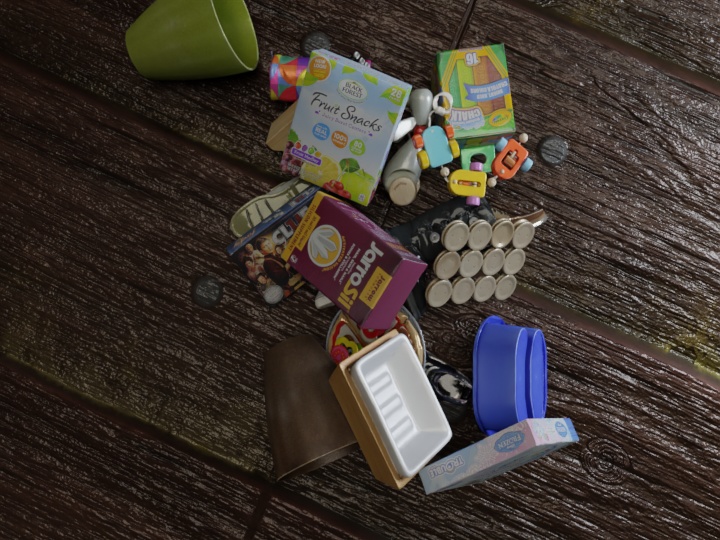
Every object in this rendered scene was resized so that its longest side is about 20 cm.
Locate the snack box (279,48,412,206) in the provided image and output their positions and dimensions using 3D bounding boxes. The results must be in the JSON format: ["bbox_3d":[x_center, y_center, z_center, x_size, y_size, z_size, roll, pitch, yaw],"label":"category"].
[{"bbox_3d":[-0.027,-0.235,1.062,0.165,0.068,0.204,22,113,4],"label":"snack box"}]

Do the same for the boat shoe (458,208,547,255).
[{"bbox_3d":[0.238,-0.078,1.156,0.196,0.076,0.073,-20,82,-3],"label":"boat shoe"}]

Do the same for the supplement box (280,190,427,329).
[{"bbox_3d":[-0.012,-0.015,1.048,0.199,0.103,0.132,38,102,26],"label":"supplement box"}]

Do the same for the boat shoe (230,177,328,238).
[{"bbox_3d":[-0.141,-0.116,1.167,0.197,0.068,0.076,-28,97,-3],"label":"boat shoe"}]

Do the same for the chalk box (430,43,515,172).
[{"bbox_3d":[0.200,-0.276,1.151,0.121,0.124,0.205,-8,84,0],"label":"chalk box"}]

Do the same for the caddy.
[{"bbox_3d":[0.244,0.180,1.095,0.103,0.140,0.205,-3,82,38],"label":"caddy"}]

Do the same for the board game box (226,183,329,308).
[{"bbox_3d":[-0.118,-0.045,1.138,0.198,0.035,0.136,-37,123,-3],"label":"board game box"}]

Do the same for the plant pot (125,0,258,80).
[{"bbox_3d":[-0.312,-0.422,1.162,0.196,0.187,0.192,-15,84,14],"label":"plant pot"}]

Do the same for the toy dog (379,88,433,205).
[{"bbox_3d":[0.068,-0.215,1.144,0.094,0.132,0.205,11,83,6],"label":"toy dog"}]

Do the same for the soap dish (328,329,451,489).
[{"bbox_3d":[0.046,0.213,1.008,0.081,0.156,0.203,-29,87,40],"label":"soap dish"}]

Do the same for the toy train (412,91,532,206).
[{"bbox_3d":[0.180,-0.196,1.078,0.198,0.056,0.152,32,87,-7],"label":"toy train"}]

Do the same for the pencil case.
[{"bbox_3d":[-0.075,-0.351,1.184,0.195,0.088,0.091,6,84,1],"label":"pencil case"}]

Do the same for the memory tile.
[{"bbox_3d":[0.201,-0.015,1.084,0.196,0.017,0.156,-3,119,-31],"label":"memory tile"}]

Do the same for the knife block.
[{"bbox_3d":[-0.070,-0.296,1.133,0.195,0.178,0.065,4,44,2],"label":"knife block"}]

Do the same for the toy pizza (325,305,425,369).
[{"bbox_3d":[0.019,0.143,1.113,0.196,0.032,0.206,-1,89,29],"label":"toy pizza"}]

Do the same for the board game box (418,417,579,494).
[{"bbox_3d":[0.221,0.290,1.019,0.198,0.197,0.044,-34,63,26],"label":"board game box"}]

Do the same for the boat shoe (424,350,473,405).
[{"bbox_3d":[0.108,0.172,1.120,0.196,0.093,0.076,23,84,3],"label":"boat shoe"}]

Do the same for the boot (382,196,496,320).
[{"bbox_3d":[0.148,-0.029,1.106,0.196,0.066,0.168,-22,92,-5],"label":"boot"}]

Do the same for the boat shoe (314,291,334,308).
[{"bbox_3d":[0.000,0.000,1.151,0.197,0.072,0.070,-28,83,-2],"label":"boat shoe"}]

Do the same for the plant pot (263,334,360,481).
[{"bbox_3d":[-0.087,0.220,1.089,0.183,0.187,0.203,-23,71,-2],"label":"plant pot"}]
